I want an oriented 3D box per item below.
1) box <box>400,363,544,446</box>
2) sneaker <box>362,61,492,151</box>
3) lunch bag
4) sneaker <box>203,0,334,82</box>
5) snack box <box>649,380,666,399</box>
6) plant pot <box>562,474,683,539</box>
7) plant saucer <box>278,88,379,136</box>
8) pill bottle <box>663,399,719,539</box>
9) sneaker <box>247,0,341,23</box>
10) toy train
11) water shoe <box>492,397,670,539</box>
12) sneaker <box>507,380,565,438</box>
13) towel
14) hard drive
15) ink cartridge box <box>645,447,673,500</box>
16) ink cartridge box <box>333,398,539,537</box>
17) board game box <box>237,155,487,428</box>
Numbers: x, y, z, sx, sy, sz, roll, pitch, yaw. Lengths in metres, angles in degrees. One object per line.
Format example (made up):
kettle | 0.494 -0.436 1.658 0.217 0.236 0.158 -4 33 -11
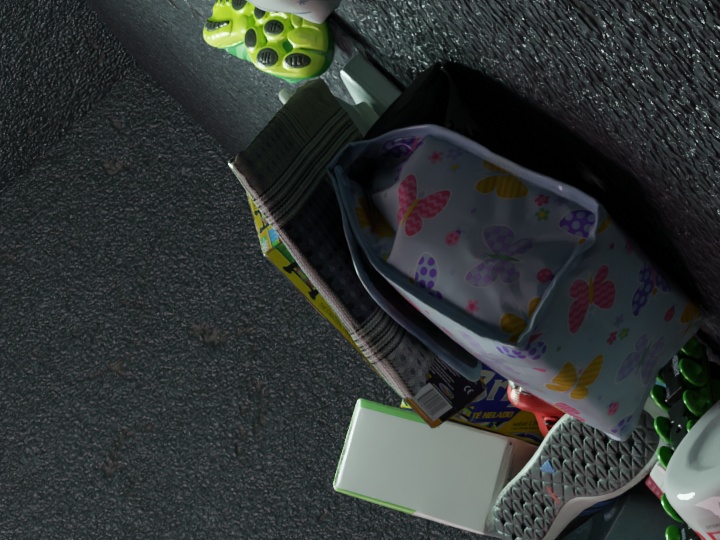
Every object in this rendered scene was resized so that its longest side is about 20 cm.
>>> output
box | 0.142 0.117 1.501 0.200 0.064 0.070 16 174 -14
sneaker | 0.058 -0.084 1.171 0.089 0.074 0.200 46 -174 5
lunch bag | 0.086 0.002 1.075 0.200 0.127 0.170 33 177 39
sneaker | -0.061 -0.196 1.422 0.083 0.074 0.200 20 -173 -28
snack box | 0.167 0.040 1.289 0.116 0.037 0.200 44 171 -33
plant pot | 0.252 0.268 1.400 0.200 0.196 0.196 30 179 -9
plant saucer | 0.019 -0.076 1.331 0.200 0.050 0.200 49 -177 -4
pill bottle | 0.275 0.159 0.973 0.200 0.112 0.112 47 176 -9
sneaker | -0.086 -0.226 1.253 0.087 0.075 0.200 43 180 -38
toy train | 0.218 0.114 1.090 0.056 0.042 0.200 31 -147 -17
water shoe | 0.176 0.145 1.312 0.079 0.200 0.072 -18 -110 -44
sneaker | 0.172 0.124 1.377 0.077 0.085 0.200 14 175 31
towel | -0.005 -0.025 1.145 0.193 0.035 0.200 52 -157 -8
hard drive | 0.072 -0.080 1.380 0.200 0.026 0.132 44 176 24
ink cartridge box | 0.303 0.190 1.217 0.200 0.085 0.146 47 177 13
ink cartridge box | 0.087 0.177 1.481 0.145 0.084 0.200 13 174 25
board game box | 0.000 0.000 1.274 0.200 0.057 0.165 47 -168 -29
